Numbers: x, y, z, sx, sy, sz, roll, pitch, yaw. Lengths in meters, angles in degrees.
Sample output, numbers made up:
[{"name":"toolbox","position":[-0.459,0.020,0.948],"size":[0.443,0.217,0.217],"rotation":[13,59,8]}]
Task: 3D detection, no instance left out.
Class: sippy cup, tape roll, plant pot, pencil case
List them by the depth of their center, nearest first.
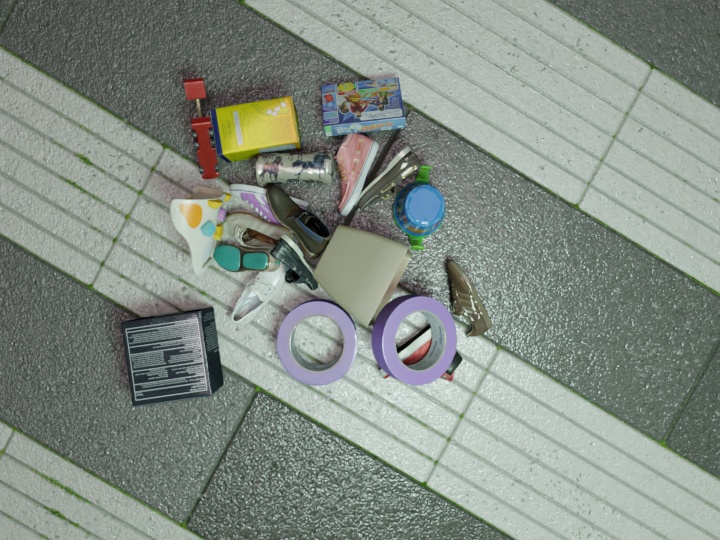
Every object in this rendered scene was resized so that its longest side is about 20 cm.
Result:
[{"name":"tape roll","position":[0.126,0.160,1.297],"size":[0.196,0.065,0.206],"rotation":[-1,92,-22]},{"name":"plant pot","position":[0.000,0.000,1.319],"size":[0.175,0.200,0.203],"rotation":[29,91,8]},{"name":"sippy cup","position":[0.148,-0.152,1.341],"size":[0.138,0.130,0.180],"rotation":[-29,91,-1]},{"name":"pencil case","position":[-0.156,-0.246,1.353],"size":[0.195,0.089,0.080],"rotation":[-3,82,-5]},{"name":"tape roll","position":[-0.104,0.174,1.369],"size":[0.195,0.085,0.205],"rotation":[0,91,0]}]

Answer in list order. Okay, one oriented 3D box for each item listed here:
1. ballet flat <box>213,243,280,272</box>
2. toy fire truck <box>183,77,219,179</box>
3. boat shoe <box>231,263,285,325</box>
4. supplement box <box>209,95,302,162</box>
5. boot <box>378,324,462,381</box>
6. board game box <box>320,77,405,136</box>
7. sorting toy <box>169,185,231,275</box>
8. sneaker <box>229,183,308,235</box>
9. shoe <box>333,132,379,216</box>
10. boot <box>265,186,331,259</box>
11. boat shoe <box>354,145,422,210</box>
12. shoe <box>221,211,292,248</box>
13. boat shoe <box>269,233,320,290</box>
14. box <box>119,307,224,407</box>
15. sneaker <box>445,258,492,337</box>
[{"name":"ballet flat","position":[-0.275,-0.024,1.361],"size":[0.197,0.067,0.070],"rotation":[12,95,34]},{"name":"toy fire truck","position":[-0.382,-0.341,1.342],"size":[0.048,0.142,0.203],"rotation":[-10,131,-12]},{"name":"boat shoe","position":[-0.248,0.052,1.370],"size":[0.070,0.069,0.202],"rotation":[35,90,0]},{"name":"supplement box","position":[-0.247,-0.339,1.341],"size":[0.195,0.109,0.112],"rotation":[-9,92,-1]},{"name":"boot","position":[0.153,0.242,1.383],"size":[0.198,0.072,0.146],"rotation":[-34,93,-3]},{"name":"board game box","position":[0.005,-0.399,1.349],"size":[0.195,0.035,0.138],"rotation":[-5,62,0]},{"name":"sorting toy","position":[-0.370,-0.092,1.316],"size":[0.104,0.200,0.184],"rotation":[6,107,-3]},{"name":"sneaker","position":[-0.236,-0.141,1.366],"size":[0.196,0.073,0.117],"rotation":[17,94,-1]},{"name":"shoe","position":[-0.033,-0.242,1.360],"size":[0.090,0.071,0.204],"rotation":[24,86,-14]},{"name":"boot","position":[-0.139,-0.129,1.289],"size":[0.074,0.097,0.201],"rotation":[-39,92,-33]},{"name":"boat shoe","position":[0.064,-0.210,1.345],"size":[0.060,0.072,0.200],"rotation":[45,114,-3]},{"name":"shoe","position":[-0.259,-0.093,1.342],"size":[0.196,0.053,0.071],"rotation":[13,125,21]},{"name":"boat shoe","position":[-0.157,-0.002,1.318],"size":[0.074,0.200,0.066],"rotation":[35,74,31]},{"name":"box","position":[-0.451,0.205,1.344],"size":[0.195,0.123,0.204],"rotation":[-7,90,1]},{"name":"sneaker","position":[0.252,0.072,1.379],"size":[0.075,0.070,0.203],"rotation":[-30,91,1]}]
